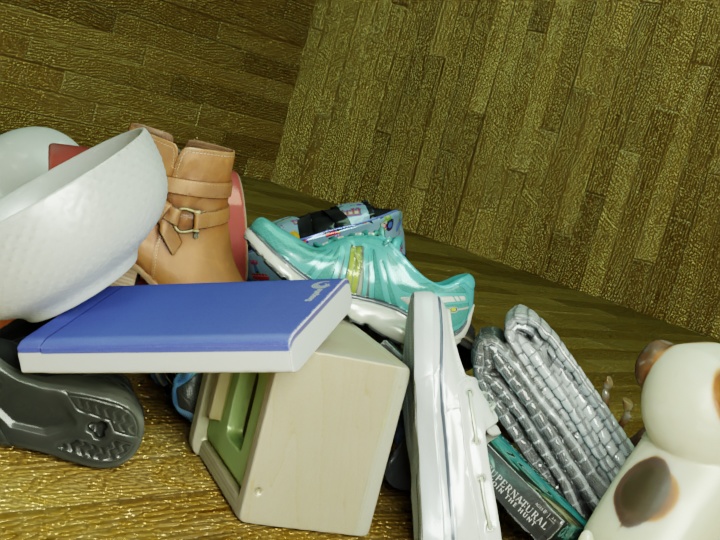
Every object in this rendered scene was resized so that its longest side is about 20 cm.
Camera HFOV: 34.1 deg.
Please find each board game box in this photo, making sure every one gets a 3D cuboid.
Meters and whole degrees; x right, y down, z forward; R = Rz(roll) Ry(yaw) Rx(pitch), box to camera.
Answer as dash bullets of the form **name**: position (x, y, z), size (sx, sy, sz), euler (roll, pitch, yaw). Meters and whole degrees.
- **board game box**: position (0.098, 0.142, 0.933), size (0.200, 0.028, 0.135), euler (44, 4, 26)

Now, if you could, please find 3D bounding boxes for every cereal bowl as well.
- **cereal bowl**: position (-0.225, -0.022, 0.866), size (0.198, 0.084, 0.200), euler (-26, 17, 8)

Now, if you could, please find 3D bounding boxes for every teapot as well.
- **teapot**: position (-0.376, -0.056, 1.281), size (0.197, 0.202, 0.145), euler (38, 38, 23)

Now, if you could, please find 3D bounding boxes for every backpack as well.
- **backpack**: position (-0.032, 0.004, 1.172), size (0.180, 0.136, 0.200), euler (-15, 0, -9)

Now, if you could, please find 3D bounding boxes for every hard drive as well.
- **hard drive**: position (-0.119, 0.038, 0.823), size (0.197, 0.026, 0.132), euler (-2, 17, 18)

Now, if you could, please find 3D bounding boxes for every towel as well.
- **towel**: position (0.174, 0.131, 1.058), size (0.201, 0.085, 0.166), euler (56, 4, 4)

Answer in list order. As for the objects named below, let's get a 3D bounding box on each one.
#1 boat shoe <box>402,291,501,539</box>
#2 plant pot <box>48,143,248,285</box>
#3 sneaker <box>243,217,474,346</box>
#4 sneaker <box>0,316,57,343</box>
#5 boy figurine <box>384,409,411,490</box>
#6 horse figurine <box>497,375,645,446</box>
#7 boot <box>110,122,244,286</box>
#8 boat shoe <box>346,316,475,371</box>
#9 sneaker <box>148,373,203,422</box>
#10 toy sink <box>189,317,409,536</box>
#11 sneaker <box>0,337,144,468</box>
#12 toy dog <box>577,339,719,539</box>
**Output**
- **boat shoe**: position (0.068, 0.115, 0.850), size (0.066, 0.203, 0.074), euler (0, -15, -6)
- **plant pot**: position (-0.200, -0.021, 1.102), size (0.175, 0.203, 0.200), euler (-2, 11, -13)
- **sneaker**: position (0.000, 0.000, 0.961), size (0.198, 0.080, 0.078), euler (24, 3, -4)
- **sneaker**: position (-0.302, 0.049, 0.960), size (0.197, 0.091, 0.070), euler (14, -31, 8)
- **boy figurine**: position (0.029, 0.138, 1.028), size (0.124, 0.065, 0.200), euler (40, -3, -19)
- **horse figurine**: position (0.203, 0.152, 1.192), size (0.198, 0.134, 0.050), euler (27, 31, 20)
- **boot**: position (-0.128, -0.028, 0.992), size (0.198, 0.157, 0.077), euler (18, 10, -8)
- **boat shoe**: position (0.044, 0.064, 1.111), size (0.198, 0.075, 0.073), euler (0, 40, -42)
- **sneaker**: position (-0.147, 0.100, 1.046), size (0.089, 0.080, 0.200), euler (-4, 4, 1)
- **toy sink**: position (-0.061, 0.100, 0.913), size (0.111, 0.132, 0.200), euler (12, 9, -22)
- **sneaker**: position (-0.255, 0.082, 0.868), size (0.197, 0.077, 0.114), euler (17, 5, -11)
- **toy dog**: position (0.238, 0.151, 0.872), size (0.192, 0.203, 0.139), euler (12, 7, -25)
